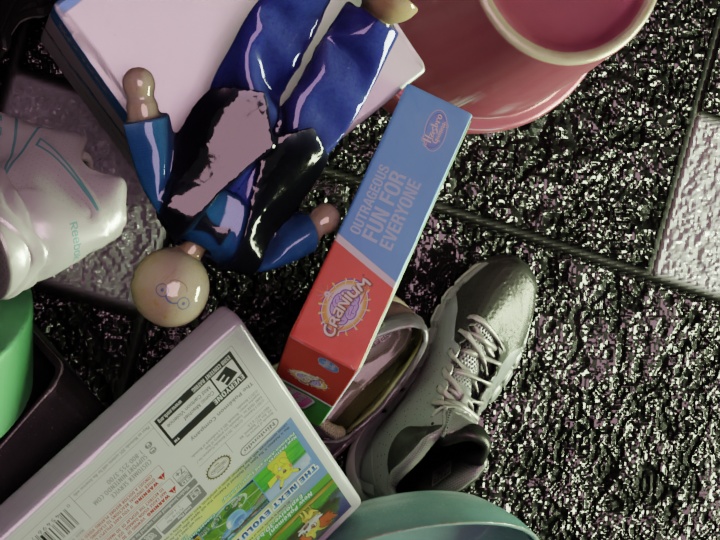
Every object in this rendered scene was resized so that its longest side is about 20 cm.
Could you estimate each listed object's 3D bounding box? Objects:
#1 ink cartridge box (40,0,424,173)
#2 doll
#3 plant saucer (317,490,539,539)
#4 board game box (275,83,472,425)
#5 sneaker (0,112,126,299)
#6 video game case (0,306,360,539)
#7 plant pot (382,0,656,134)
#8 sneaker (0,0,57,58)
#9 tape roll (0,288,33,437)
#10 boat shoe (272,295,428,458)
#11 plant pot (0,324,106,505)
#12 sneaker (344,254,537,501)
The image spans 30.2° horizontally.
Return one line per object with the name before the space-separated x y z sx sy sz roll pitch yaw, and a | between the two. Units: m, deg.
ink cartridge box | -0.085 -0.126 0.780 0.146 0.200 0.147 -39 103 -10
doll | -0.057 -0.064 0.663 0.136 0.048 0.202 29 93 -26
plant saucer | 0.017 0.188 0.868 0.197 0.201 0.036 -5 59 -17
board game box | 0.000 0.000 0.776 0.040 0.200 0.154 25 73 0
sneaker | -0.184 -0.048 0.689 0.079 0.200 0.071 -19 126 -28
video game case | -0.105 0.142 0.711 0.200 0.022 0.183 -43 136 -13
plant pot | 0.094 -0.188 0.843 0.197 0.179 0.203 -2 95 -18
sneaker | -0.231 -0.156 0.749 0.078 0.201 0.075 4 117 16
tape roll | -0.260 0.035 0.647 0.198 0.201 0.049 -2 119 -17
boat shoe | -0.034 0.093 0.885 0.200 0.065 0.072 -41 105 -10
plant pot | -0.203 0.155 0.780 0.200 0.199 0.178 -49 120 -8
sneaker | 0.074 0.083 0.892 0.075 0.115 0.201 34 85 -17
